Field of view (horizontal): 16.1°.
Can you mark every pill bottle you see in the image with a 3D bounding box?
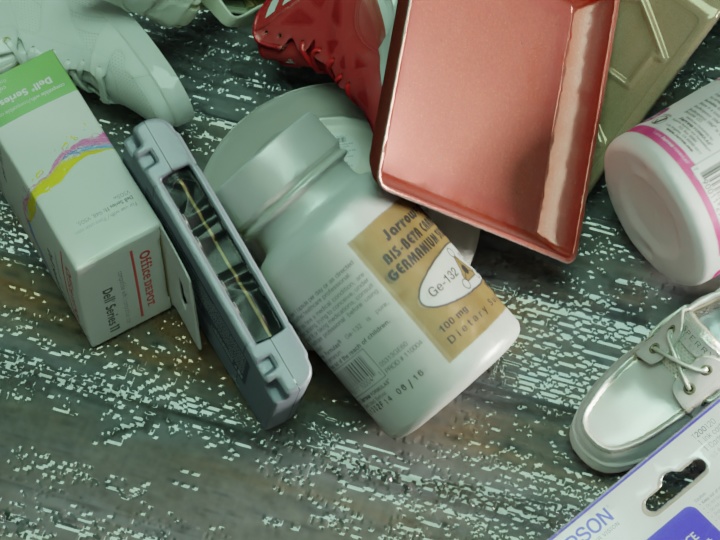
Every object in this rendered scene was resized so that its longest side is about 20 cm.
[{"bbox_3d":[0.000,0.000,1.649,0.114,0.114,0.200,-41,91,-21],"label":"pill bottle"},{"bbox_3d":[0.276,-0.084,1.725,0.200,0.113,0.113,-30,66,-17],"label":"pill bottle"}]

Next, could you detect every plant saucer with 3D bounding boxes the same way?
[{"bbox_3d":[0.083,-0.124,1.675,0.037,0.200,0.200,0,76,44],"label":"plant saucer"}]

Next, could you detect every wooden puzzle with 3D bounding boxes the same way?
[{"bbox_3d":[0.131,-0.161,1.782,0.185,0.046,0.200,39,93,17],"label":"wooden puzzle"}]

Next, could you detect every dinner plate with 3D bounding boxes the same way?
[{"bbox_3d":[-0.017,-0.042,1.741,0.200,0.024,0.201,-1,67,3],"label":"dinner plate"}]

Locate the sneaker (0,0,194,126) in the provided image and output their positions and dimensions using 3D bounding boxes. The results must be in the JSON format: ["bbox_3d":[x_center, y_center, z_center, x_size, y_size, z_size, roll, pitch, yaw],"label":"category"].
[{"bbox_3d":[-0.212,-0.143,1.786,0.116,0.074,0.200,-36,58,-17],"label":"sneaker"}]

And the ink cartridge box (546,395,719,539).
[{"bbox_3d":[0.249,0.194,1.621,0.198,0.043,0.200,-36,70,-19],"label":"ink cartridge box"}]

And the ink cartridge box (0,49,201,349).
[{"bbox_3d":[-0.183,-0.032,1.694,0.067,0.117,0.200,-28,65,-13],"label":"ink cartridge box"}]

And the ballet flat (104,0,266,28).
[{"bbox_3d":[-0.114,-0.200,1.778,0.200,0.069,0.069,-7,55,-44],"label":"ballet flat"}]

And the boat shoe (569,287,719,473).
[{"bbox_3d":[0.219,0.055,1.682,0.200,0.069,0.071,-38,71,-18],"label":"boat shoe"}]

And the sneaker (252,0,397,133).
[{"bbox_3d":[-0.009,-0.138,1.755,0.115,0.078,0.200,-21,50,21],"label":"sneaker"}]

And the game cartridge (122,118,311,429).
[{"bbox_3d":[-0.094,0.005,1.659,0.040,0.133,0.200,-28,81,-15],"label":"game cartridge"}]
